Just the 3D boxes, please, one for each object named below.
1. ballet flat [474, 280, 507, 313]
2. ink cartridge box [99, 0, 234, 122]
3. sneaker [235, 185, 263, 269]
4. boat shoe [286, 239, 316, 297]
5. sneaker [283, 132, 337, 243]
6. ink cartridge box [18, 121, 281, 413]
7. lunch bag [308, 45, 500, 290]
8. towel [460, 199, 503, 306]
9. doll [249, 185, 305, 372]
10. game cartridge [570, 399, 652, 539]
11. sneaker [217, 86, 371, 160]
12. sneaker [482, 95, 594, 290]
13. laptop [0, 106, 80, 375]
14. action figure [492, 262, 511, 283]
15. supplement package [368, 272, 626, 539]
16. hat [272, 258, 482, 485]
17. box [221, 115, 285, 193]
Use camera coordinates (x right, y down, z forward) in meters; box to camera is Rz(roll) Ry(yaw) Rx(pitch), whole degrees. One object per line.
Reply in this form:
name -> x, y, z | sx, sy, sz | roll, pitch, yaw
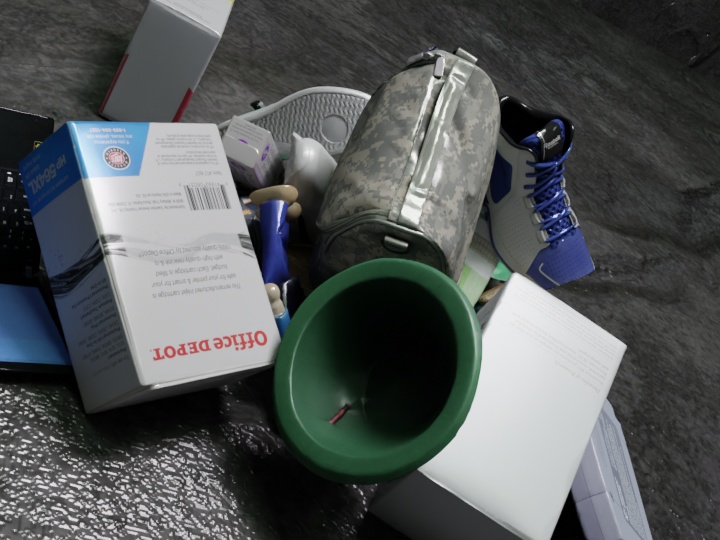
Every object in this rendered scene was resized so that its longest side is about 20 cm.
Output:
ballet flat -> 0.149, 0.038, 1.112 | 0.070, 0.066, 0.200 | 34, -11, 2
ink cartridge box -> -0.206, -0.249, 1.206 | 0.083, 0.146, 0.201 | 25, 27, -12
sneaker -> -0.121, -0.026, 1.002 | 0.079, 0.079, 0.200 | 23, 25, 2
boat shoe -> 0.001, 0.002, 1.116 | 0.199, 0.063, 0.074 | 19, 30, -28
sneaker -> -0.032, -0.076, 1.080 | 0.080, 0.077, 0.200 | 14, -13, 8
ink cartridge box -> -0.158, -0.005, 0.834 | 0.145, 0.084, 0.202 | -6, 76, -49
lunch bag -> 0.046, -0.073, 0.954 | 0.138, 0.168, 0.202 | 22, 63, -3
towel -> 0.091, -0.073, 1.087 | 0.149, 0.031, 0.201 | 35, 66, -6
doll -> -0.065, 0.033, 0.927 | 0.048, 0.137, 0.202 | -7, 73, 0
game cartridge -> 0.221, 0.185, 1.006 | 0.134, 0.040, 0.201 | 54, 22, -40
sneaker -> -0.060, -0.166, 1.214 | 0.118, 0.198, 0.075 | -48, 128, -68
sneaker -> 0.163, -0.081, 1.035 | 0.080, 0.115, 0.201 | -27, 86, -23
laptop -> -0.293, -0.033, 0.791 | 0.176, 0.203, 0.103 | 9, -5, -42
action figure -> 0.091, -0.048, 1.312 | 0.198, 0.055, 0.118 | 24, 29, -5
supplement package -> 0.112, 0.127, 0.886 | 0.117, 0.117, 0.201 | 33, 56, -2
hat -> 0.038, 0.097, 0.864 | 0.176, 0.164, 0.202 | 54, 36, -54
box -> -0.100, -0.096, 1.071 | 0.041, 0.039, 0.200 | 24, -9, 6
